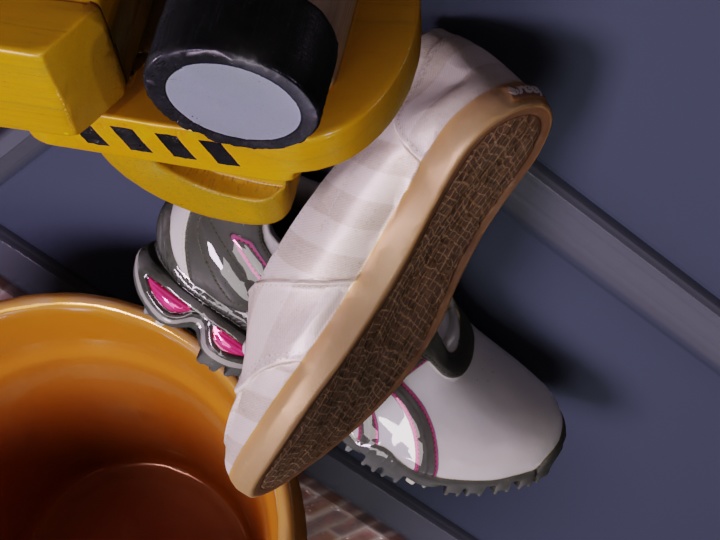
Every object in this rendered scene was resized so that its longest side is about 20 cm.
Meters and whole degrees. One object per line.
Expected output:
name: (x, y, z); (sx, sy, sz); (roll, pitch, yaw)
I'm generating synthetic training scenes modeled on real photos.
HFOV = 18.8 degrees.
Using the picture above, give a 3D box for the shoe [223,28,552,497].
shoe: (0.000, 0.000, 0.805); (0.053, 0.070, 0.200); (44, 117, 23)

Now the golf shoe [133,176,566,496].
golf shoe: (0.009, 0.023, 0.871); (0.200, 0.077, 0.088); (29, 132, -18)

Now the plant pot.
plant pot: (-0.115, 0.126, 0.954); (0.200, 0.200, 0.183); (10, 168, 9)

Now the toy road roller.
toy road roller: (-0.079, -0.088, 0.726); (0.200, 0.123, 0.146); (9, 154, 8)
